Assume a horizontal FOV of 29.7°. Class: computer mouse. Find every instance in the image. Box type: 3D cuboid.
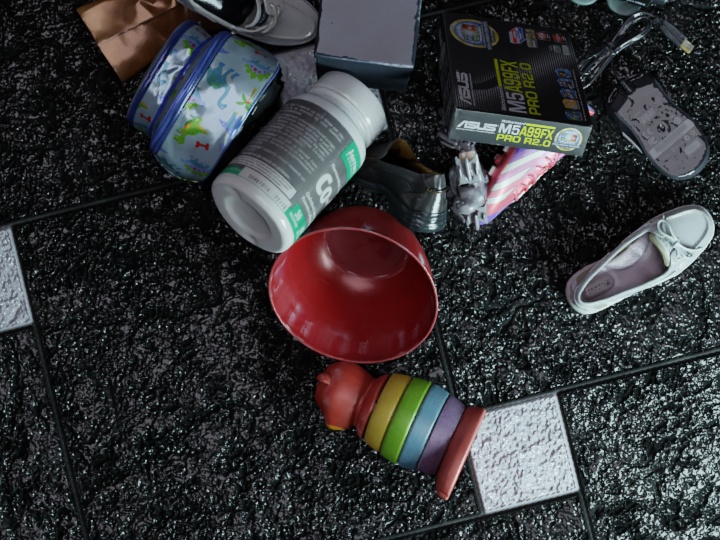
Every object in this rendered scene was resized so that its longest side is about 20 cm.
[{"bbox_3d":[0.362,-0.214,1.649,0.200,0.046,0.140,45,90,4],"label":"computer mouse"}]

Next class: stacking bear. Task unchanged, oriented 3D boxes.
[{"bbox_3d":[0.038,0.175,1.620,0.199,0.121,0.114,24,92,8],"label":"stacking bear"}]

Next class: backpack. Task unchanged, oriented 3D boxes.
[{"bbox_3d":[-0.181,-0.193,1.565,0.146,0.200,0.184,32,90,-8],"label":"backpack"}]

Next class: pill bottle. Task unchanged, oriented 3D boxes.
[{"bbox_3d":[-0.066,-0.126,1.534,0.113,0.113,0.200,40,66,0],"label":"pill bottle"}]

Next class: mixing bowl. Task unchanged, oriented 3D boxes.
[{"bbox_3d":[0.000,0.000,1.597,0.198,0.109,0.201,7,129,8],"label":"mixing bowl"}]

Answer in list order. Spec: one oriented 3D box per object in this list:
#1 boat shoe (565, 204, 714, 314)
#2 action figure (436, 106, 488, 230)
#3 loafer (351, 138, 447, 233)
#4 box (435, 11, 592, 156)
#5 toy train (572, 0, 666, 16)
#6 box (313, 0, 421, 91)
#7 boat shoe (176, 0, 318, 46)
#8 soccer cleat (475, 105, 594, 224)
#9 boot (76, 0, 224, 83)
[{"bbox_3d":[0.340,-0.012,1.637,0.201,0.065,0.075,-29,90,0],"label":"boat shoe"},{"bbox_3d":[0.121,-0.134,1.581,0.069,0.131,0.201,4,50,3],"label":"action figure"},{"bbox_3d":[0.041,-0.123,1.591,0.072,0.200,0.073,-10,127,-37],"label":"loafer"},{"bbox_3d":[0.173,-0.217,1.567,0.159,0.201,0.044,8,131,-8],"label":"box"},{"bbox_3d":[0.283,-0.383,1.636,0.199,0.085,0.115,16,78,2],"label":"toy train"},{"bbox_3d":[0.013,-0.324,1.575,0.116,0.197,0.202,7,90,-1],"label":"box"},{"bbox_3d":[-0.128,-0.303,1.600,0.199,0.065,0.074,9,113,-31],"label":"boat shoe"},{"bbox_3d":[0.205,-0.134,1.641,0.076,0.067,0.201,31,87,-4],"label":"soccer cleat"},{"bbox_3d":[-0.251,-0.354,1.650,0.199,0.069,0.189,-26,102,5],"label":"boot"}]
